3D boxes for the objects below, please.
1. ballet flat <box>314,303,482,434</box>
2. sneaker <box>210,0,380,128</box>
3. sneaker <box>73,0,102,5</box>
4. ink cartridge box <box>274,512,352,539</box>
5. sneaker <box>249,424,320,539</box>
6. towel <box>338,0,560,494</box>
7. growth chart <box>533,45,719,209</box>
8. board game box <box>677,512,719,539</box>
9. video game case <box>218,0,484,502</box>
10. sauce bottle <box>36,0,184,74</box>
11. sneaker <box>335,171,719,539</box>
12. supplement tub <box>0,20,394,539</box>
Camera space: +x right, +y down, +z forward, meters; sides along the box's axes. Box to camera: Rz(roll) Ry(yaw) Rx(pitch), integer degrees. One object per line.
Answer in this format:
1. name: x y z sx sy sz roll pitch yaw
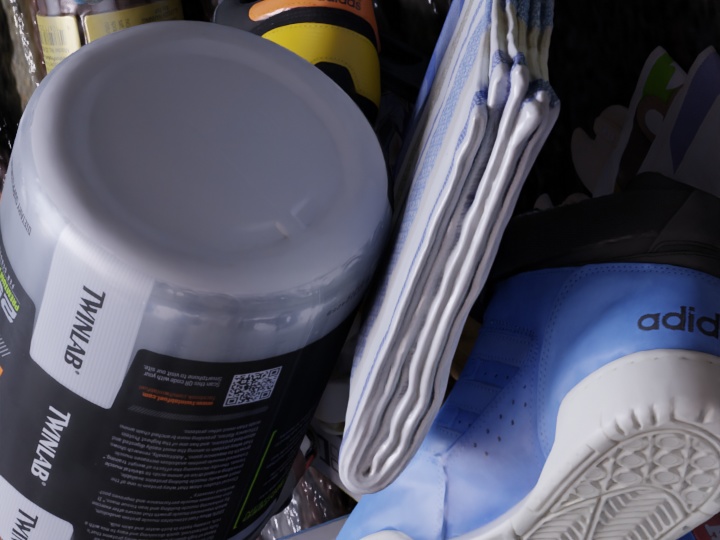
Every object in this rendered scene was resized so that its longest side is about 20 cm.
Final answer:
1. ballet flat: 0.017 0.041 0.972 0.200 0.063 0.069 28 133 48
2. sneaker: -0.037 -0.066 1.035 0.200 0.070 0.090 170 114 -70
3. sneaker: -0.059 -0.150 0.993 0.200 0.130 0.080 -43 65 60
4. ink cartridge box: -0.044 0.188 1.163 0.067 0.116 0.200 59 150 24
5. sneaker: -0.055 0.062 1.093 0.077 0.082 0.200 55 146 22
6. towel: 0.030 -0.035 0.857 0.200 0.024 0.147 -81 11 -63
7. growth chart: 0.111 0.002 0.876 0.145 0.018 0.200 63 151 22
8. board game box: 0.136 0.173 0.904 0.200 0.019 0.103 62 154 14
9. video game case: 0.000 0.000 1.077 0.181 0.025 0.200 34 133 52
10. sauce bottle: -0.097 -0.039 1.197 0.065 0.065 0.200 18 118 59
11. sneaker: 0.053 0.046 0.859 0.200 0.077 0.111 -45 31 46
12. supplement tub: -0.070 0.023 0.924 0.123 0.122 0.200 58 146 28
